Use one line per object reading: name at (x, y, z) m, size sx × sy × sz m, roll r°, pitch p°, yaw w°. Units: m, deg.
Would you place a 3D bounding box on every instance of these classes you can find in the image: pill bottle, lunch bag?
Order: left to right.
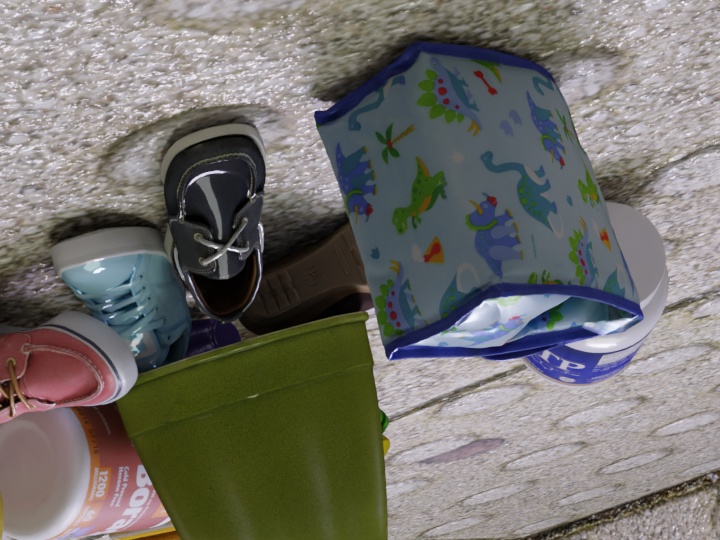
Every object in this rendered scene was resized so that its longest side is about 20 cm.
pill bottle at (-0.195, 0.147, 1.471) m, size 0.112 × 0.113 × 0.200 m, roll -25°, pitch 165°, yaw 29°
lunch bag at (0.086, -0.039, 1.183) m, size 0.200 × 0.171 × 0.127 m, roll -2°, pitch 159°, yaw -46°
pill bottle at (0.189, 0.017, 1.564) m, size 0.119 × 0.120 × 0.200 m, roll -14°, pitch 163°, yaw -6°

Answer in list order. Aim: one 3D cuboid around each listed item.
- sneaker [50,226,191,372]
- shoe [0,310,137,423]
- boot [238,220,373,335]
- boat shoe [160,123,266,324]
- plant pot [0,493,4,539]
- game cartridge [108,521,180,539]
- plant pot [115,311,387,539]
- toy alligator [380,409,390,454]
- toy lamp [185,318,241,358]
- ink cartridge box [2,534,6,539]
sneaker at (-0.156, 0.026, 1.331) m, size 0.074 × 0.082 × 0.200 m, roll -19°, pitch 164°, yaw 9°
shoe at (-0.245, 0.082, 1.329) m, size 0.200 × 0.072 × 0.091 m, roll -2°, pitch -150°, yaw 46°
boot at (0.000, 0.000, 1.465) m, size 0.199 × 0.073 × 0.166 m, roll -17°, pitch 176°, yaw 0°
boat shoe at (-0.089, -0.031, 1.226) m, size 0.072 × 0.068 × 0.200 m, roll -14°, pitch 156°, yaw -13°
plant pot at (-0.327, 0.167, 1.280) m, size 0.200 × 0.201 × 0.142 m, roll -27°, pitch 142°, yaw 35°
game cartridge at (-0.114, 0.154, 1.640) m, size 0.176 × 0.032 × 0.200 m, roll -19°, pitch -152°, yaw 51°
plant pot at (-0.064, 0.151, 1.387) m, size 0.200 × 0.194 × 0.200 m, roll -16°, pitch 175°, yaw -1°
toy alligator at (-0.020, 0.162, 1.986) m, size 0.200 × 0.059 × 0.054 m, roll 12°, pitch 107°, yaw -56°
toy lamp at (-0.180, 0.088, 1.573) m, size 0.200 × 0.058 × 0.058 m, roll -24°, pitch 162°, yaw 34°
ink cartridge box at (-0.365, 0.155, 1.430) m, size 0.200 × 0.147 × 0.083 m, roll -2°, pitch -169°, yaw -43°
